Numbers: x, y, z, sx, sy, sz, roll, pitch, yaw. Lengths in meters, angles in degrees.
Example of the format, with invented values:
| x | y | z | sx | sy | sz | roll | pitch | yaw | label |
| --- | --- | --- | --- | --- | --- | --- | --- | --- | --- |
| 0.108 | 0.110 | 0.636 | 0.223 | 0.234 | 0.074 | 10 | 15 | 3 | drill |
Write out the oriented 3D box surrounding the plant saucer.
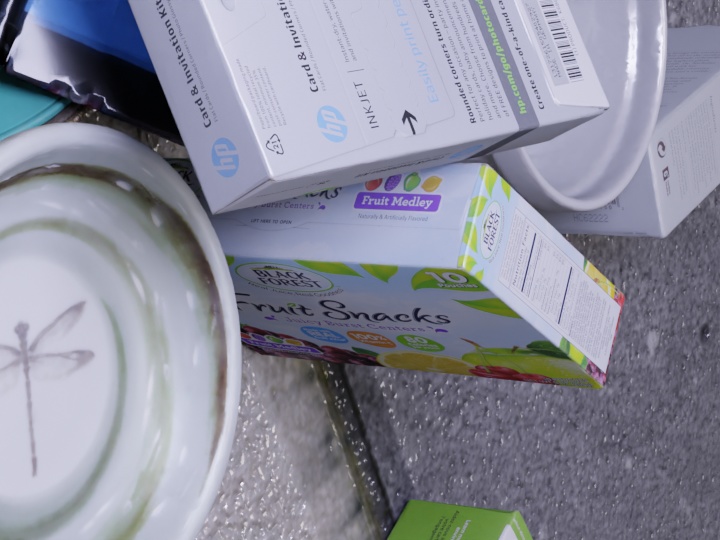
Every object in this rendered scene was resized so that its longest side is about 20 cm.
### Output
| x | y | z | sx | sy | sz | roll | pitch | yaw | label |
| --- | --- | --- | --- | --- | --- | --- | --- | --- | --- |
| -0.125 | 0.043 | 0.745 | 0.200 | 0.050 | 0.200 | -4 | 94 | -55 | plant saucer |

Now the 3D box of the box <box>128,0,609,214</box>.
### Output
| x | y | z | sx | sy | sz | roll | pitch | yaw | label |
| --- | --- | --- | --- | --- | --- | --- | --- | --- | --- |
| -0.002 | -0.114 | 0.743 | 0.200 | 0.041 | 0.156 | -16 | 81 | -46 | box |

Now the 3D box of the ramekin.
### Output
| x | y | z | sx | sy | sz | roll | pitch | yaw | label |
| --- | --- | --- | --- | --- | --- | --- | --- | --- | --- |
| 0.082 | -0.133 | 1.064 | 0.200 | 0.105 | 0.200 | -4 | 95 | -55 | ramekin |

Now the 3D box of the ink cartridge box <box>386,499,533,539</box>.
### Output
| x | y | z | sx | sy | sz | roll | pitch | yaw | label |
| --- | --- | --- | --- | --- | --- | --- | --- | --- | --- |
| 0.041 | 0.251 | 1.055 | 0.200 | 0.076 | 0.148 | -59 | 136 | -37 | ink cartridge box |

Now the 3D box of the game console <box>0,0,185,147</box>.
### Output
| x | y | z | sx | sy | sz | roll | pitch | yaw | label |
| --- | --- | --- | --- | --- | --- | --- | --- | --- | --- |
| -0.086 | -0.172 | 0.731 | 0.172 | 0.119 | 0.200 | 62 | 43 | -70 | game console |

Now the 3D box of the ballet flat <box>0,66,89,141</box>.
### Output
| x | y | z | sx | sy | sz | roll | pitch | yaw | label |
| --- | --- | --- | --- | --- | --- | --- | --- | --- | --- |
| -0.177 | -0.032 | 0.746 | 0.200 | 0.070 | 0.065 | -38 | 148 | -45 | ballet flat |

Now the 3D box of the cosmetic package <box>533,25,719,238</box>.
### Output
| x | y | z | sx | sy | sz | roll | pitch | yaw | label |
| --- | --- | --- | --- | --- | --- | --- | --- | --- | --- |
| 0.186 | -0.093 | 1.221 | 0.200 | 0.101 | 0.071 | -38 | 123 | -47 | cosmetic package |

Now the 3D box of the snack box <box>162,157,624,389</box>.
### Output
| x | y | z | sx | sy | sz | roll | pitch | yaw | label |
| --- | --- | --- | --- | --- | --- | --- | --- | --- | --- |
| 0.000 | 0.000 | 0.869 | 0.142 | 0.200 | 0.053 | 39 | 61 | -49 | snack box |
